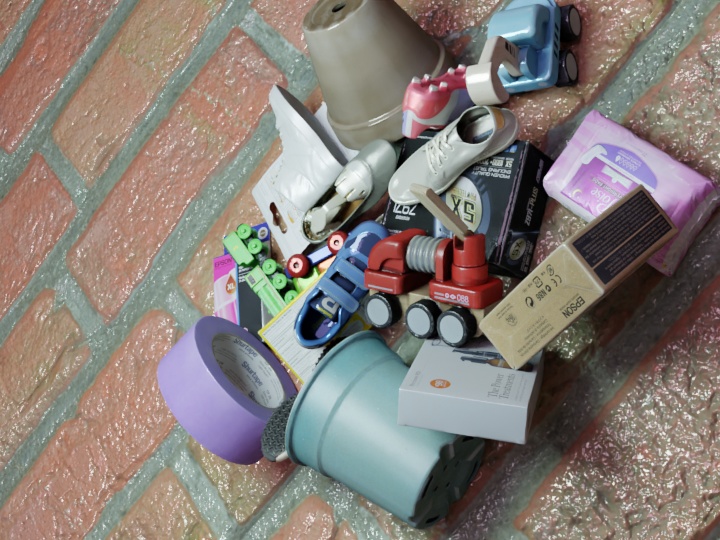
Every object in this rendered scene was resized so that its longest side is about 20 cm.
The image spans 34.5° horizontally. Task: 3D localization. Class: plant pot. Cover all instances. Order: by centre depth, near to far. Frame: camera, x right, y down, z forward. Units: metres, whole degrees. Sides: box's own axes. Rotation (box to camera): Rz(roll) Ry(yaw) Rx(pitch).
[{"bbox_3d":[0.041,0.211,1.470,0.195,0.200,0.202,31,94,30],"label":"plant pot"},{"bbox_3d":[0.012,-0.299,1.604,0.198,0.174,0.201,-24,34,17],"label":"plant pot"}]

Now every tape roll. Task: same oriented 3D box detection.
[{"bbox_3d":[-0.182,0.166,1.626,0.085,0.199,0.201,-43,56,18],"label":"tape roll"}]

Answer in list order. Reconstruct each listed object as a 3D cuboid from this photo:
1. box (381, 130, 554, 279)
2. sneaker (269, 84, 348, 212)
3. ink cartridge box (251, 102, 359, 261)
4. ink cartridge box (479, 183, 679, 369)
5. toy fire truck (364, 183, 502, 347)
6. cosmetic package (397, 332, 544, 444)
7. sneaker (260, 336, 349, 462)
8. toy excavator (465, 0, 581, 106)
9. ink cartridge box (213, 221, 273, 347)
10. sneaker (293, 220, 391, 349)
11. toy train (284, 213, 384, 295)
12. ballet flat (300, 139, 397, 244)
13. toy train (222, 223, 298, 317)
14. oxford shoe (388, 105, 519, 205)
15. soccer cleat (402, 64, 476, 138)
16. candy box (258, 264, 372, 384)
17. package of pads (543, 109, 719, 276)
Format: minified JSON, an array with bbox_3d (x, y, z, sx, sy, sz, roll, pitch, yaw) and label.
[{"bbox_3d":[0.139,-0.090,1.548,0.198,0.086,0.166,12,83,37],"label":"box"},{"bbox_3d":[-0.104,-0.175,1.704,0.116,0.073,0.201,-47,56,19],"label":"sneaker"},{"bbox_3d":[-0.063,-0.127,1.739,0.200,0.050,0.163,-48,54,26],"label":"ink cartridge box"},{"bbox_3d":[0.249,0.009,1.337,0.075,0.164,0.200,50,144,10],"label":"ink cartridge box"},{"bbox_3d":[0.083,-0.020,1.444,0.174,0.128,0.203,12,111,36],"label":"toy fire truck"},{"bbox_3d":[0.137,0.133,1.386,0.148,0.200,0.053,5,109,13],"label":"cosmetic package"},{"bbox_3d":[-0.048,0.190,1.562,0.070,0.094,0.201,14,60,47],"label":"sneaker"},{"bbox_3d":[0.197,-0.281,1.493,0.099,0.199,0.198,-4,73,34],"label":"toy excavator"},{"bbox_3d":[-0.179,0.026,1.773,0.094,0.037,0.203,-16,65,30],"label":"ink cartridge box"},{"bbox_3d":[-0.023,0.026,1.540,0.073,0.082,0.201,34,103,4],"label":"sneaker"},{"bbox_3d":[0.000,0.000,1.633,0.198,0.084,0.117,-28,77,18],"label":"toy train"},{"bbox_3d":[-0.019,-0.102,1.602,0.068,0.063,0.200,52,132,11],"label":"ballet flat"},{"bbox_3d":[-0.136,0.016,1.714,0.056,0.042,0.201,-39,69,6],"label":"toy train"},{"bbox_3d":[0.111,-0.153,1.497,0.199,0.057,0.076,-31,62,26],"label":"oxford shoe"},{"bbox_3d":[0.122,-0.225,1.548,0.066,0.199,0.077,33,120,28],"label":"soccer cleat"},{"bbox_3d":[-0.038,0.058,1.604,0.200,0.026,0.102,-42,89,13],"label":"candy box"},{"bbox_3d":[0.332,-0.096,1.418,0.200,0.075,0.121,40,99,37],"label":"package of pads"}]
